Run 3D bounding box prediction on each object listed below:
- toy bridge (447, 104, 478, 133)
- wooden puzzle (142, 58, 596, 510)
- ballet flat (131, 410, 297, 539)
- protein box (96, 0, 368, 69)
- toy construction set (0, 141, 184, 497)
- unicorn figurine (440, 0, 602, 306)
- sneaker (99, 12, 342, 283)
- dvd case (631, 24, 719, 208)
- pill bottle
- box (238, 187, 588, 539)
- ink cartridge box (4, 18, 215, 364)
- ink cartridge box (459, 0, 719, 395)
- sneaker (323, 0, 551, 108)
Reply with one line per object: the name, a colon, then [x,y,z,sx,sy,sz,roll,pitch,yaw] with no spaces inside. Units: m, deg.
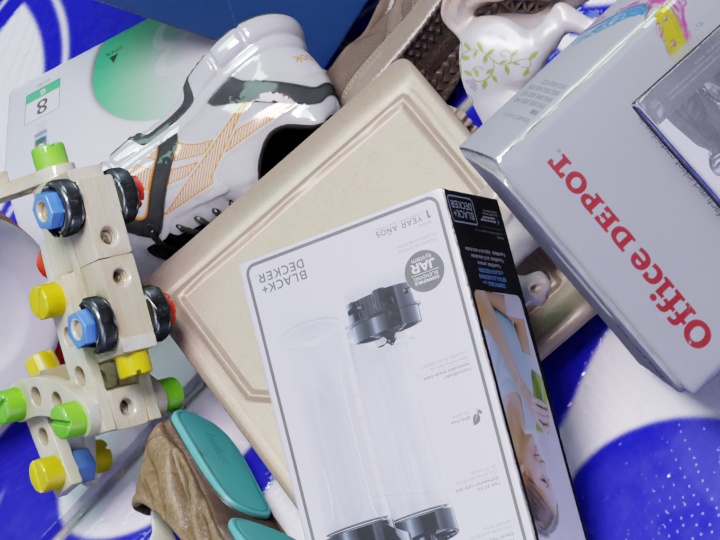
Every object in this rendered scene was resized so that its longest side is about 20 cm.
toy bridge: [0.000,0.000,1.570,0.067,0.027,0.200,25,74,48]
wooden puzzle: [0.005,0.014,1.521,0.185,0.037,0.200,-41,55,3]
ballet flat: [-0.065,0.143,1.477,0.073,0.068,0.200,-60,37,12]
protein box: [-0.071,-0.246,1.657,0.199,0.199,0.135,-55,27,38]
toy construction set: [-0.159,0.013,1.551,0.092,0.201,0.131,-31,5,-35]
unicorn figurine: [0.092,-0.058,1.444,0.137,0.074,0.201,-18,80,12]
sneaker: [-0.088,-0.043,1.618,0.200,0.074,0.080,-48,62,18]
dvd case: [0.238,-0.046,1.303,0.150,0.200,0.025,-41,-2,2]
pill bottle: [-0.245,0.003,1.693,0.112,0.112,0.200,-47,25,-5]
box: [0.027,0.076,1.379,0.116,0.060,0.201,-21,76,25]
ink cartridge box: [-0.130,-0.055,1.715,0.160,0.050,0.201,-25,41,22]
ink cartridge box: [0.166,-0.066,1.373,0.200,0.146,0.083,-42,14,-3]
sneaker: [0.050,-0.154,1.632,0.200,0.070,0.076,-45,38,-2]
